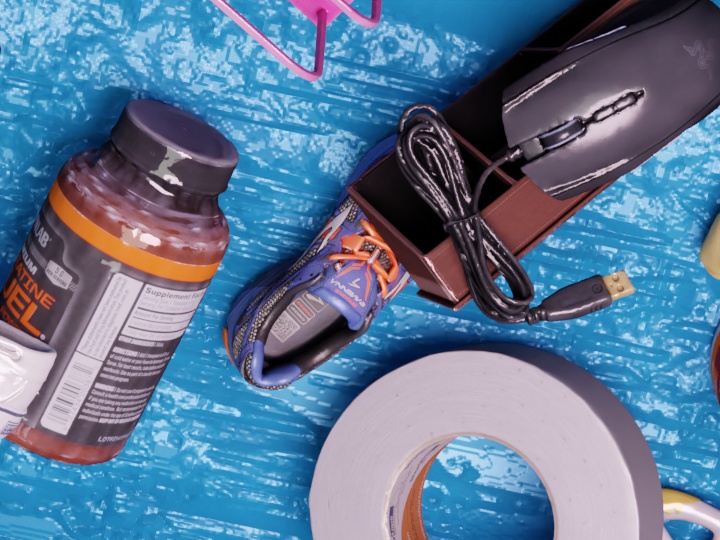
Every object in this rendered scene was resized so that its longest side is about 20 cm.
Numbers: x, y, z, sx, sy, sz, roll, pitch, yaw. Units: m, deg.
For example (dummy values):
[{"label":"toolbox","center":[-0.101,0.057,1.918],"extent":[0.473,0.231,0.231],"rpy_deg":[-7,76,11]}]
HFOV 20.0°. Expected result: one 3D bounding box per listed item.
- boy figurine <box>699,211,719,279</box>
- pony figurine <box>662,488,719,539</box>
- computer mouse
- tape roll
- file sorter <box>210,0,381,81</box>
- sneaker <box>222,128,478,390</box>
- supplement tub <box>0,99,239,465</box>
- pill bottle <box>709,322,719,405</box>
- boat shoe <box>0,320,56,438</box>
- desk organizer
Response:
[{"label":"boy figurine","center":[0.283,-0.056,1.169],"extent":[0.200,0.064,0.124],"rpy_deg":[-25,111,6]},{"label":"pony figurine","center":[0.200,0.236,1.245],"extent":[0.200,0.167,0.193],"rpy_deg":[33,100,4]},{"label":"computer mouse","center":[0.130,-0.055,1.073],"extent":[0.200,0.046,0.141],"rpy_deg":[-25,98,-11]},{"label":"tape roll","center":[0.073,0.144,1.196],"extent":[0.200,0.066,0.200],"rpy_deg":[0,91,21]},{"label":"file sorter","center":[-0.003,-0.217,1.056],"extent":[0.139,0.125,0.200],"rpy_deg":[40,112,-19]},{"label":"sneaker","center":[0.000,0.000,1.178],"extent":[0.075,0.078,0.200],"rpy_deg":[37,104,-14]},{"label":"supplement tub","center":[-0.143,0.004,1.165],"extent":[0.107,0.107,0.200],"rpy_deg":[25,108,-9]},{"label":"pill bottle","center":[0.266,0.085,1.147],"extent":[0.113,0.200,0.113],"rpy_deg":[0,110,0]},{"label":"boat shoe","center":[-0.256,0.009,1.111],"extent":[0.200,0.074,0.065],"rpy_deg":[36,96,-9]},{"label":"desk organizer","center":[0.096,-0.073,1.124],"extent":[0.200,0.072,0.077],"rpy_deg":[-39,104,-8]}]
